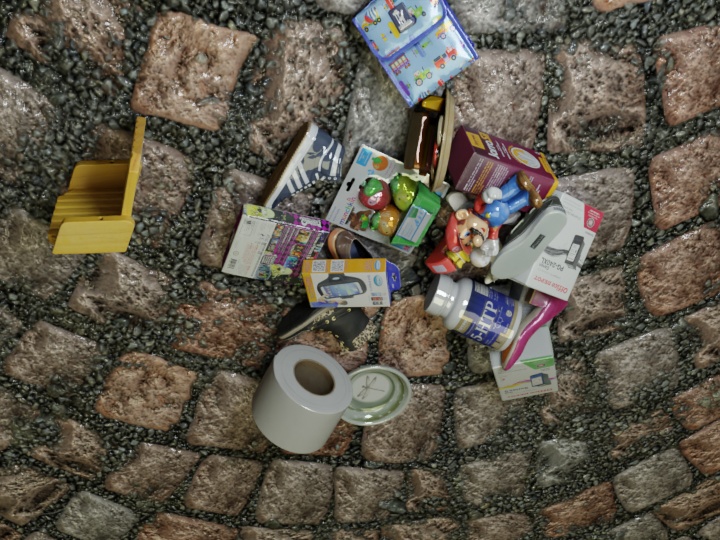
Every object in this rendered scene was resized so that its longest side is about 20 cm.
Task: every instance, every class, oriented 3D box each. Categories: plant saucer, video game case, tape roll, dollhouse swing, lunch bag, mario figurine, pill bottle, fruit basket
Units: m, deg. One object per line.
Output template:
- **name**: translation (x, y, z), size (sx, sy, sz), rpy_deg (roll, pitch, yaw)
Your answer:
- **plant saucer**: translation (0.025, 0.290, 1.991), size (0.195, 0.051, 0.203), rpy_deg (-5, 128, -6)
- **video game case**: translation (-0.175, -0.048, 1.667), size (0.177, 0.036, 0.201), rpy_deg (10, 143, -16)
- **tape roll**: translation (-0.132, 0.289, 1.866), size (0.199, 0.205, 0.140), rpy_deg (18, 124, -22)
- **dollhouse swing**: translation (-0.465, -0.162, 1.457), size (0.177, 0.202, 0.179), rpy_deg (-2, 129, -8)
- **lunch bag**: translation (0.091, -0.420, 1.442), size (0.149, 0.095, 0.201), rpy_deg (-33, 114, 17)
- **mario figurine**: translation (0.250, -0.091, 1.555), size (0.198, 0.106, 0.125), rpy_deg (-35, 95, 15)
- **pill bottle**: translation (0.244, 0.086, 1.814), size (0.196, 0.121, 0.121), rpy_deg (23, 123, -7)
- **fruit basket**: translation (0.053, -0.132, 1.643), size (0.196, 0.095, 0.187), rpy_deg (19, 123, -19)

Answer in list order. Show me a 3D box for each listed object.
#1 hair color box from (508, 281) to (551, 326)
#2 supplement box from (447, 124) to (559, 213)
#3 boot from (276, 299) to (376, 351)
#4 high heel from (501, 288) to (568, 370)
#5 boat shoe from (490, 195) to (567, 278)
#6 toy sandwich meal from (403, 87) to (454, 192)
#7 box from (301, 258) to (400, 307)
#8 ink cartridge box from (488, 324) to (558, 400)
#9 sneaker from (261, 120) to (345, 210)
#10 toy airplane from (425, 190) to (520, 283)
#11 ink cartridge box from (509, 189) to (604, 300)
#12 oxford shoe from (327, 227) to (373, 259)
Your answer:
- **hair color box**: translation (0.396, 0.051, 1.864), size (0.096, 0.061, 0.203), rpy_deg (2, 128, -11)
- **supplement box**: translation (0.275, -0.196, 1.618), size (0.196, 0.111, 0.087), rpy_deg (15, 125, -21)
- **boot**: translation (-0.073, 0.126, 1.835), size (0.198, 0.074, 0.151), rpy_deg (-35, 124, 8)
- **high heel**: translation (0.383, 0.138, 1.821), size (0.094, 0.067, 0.204), rpy_deg (21, 92, -14)
- **boat shoe**: translation (0.330, -0.064, 1.627), size (0.070, 0.064, 0.200), rpy_deg (27, 125, -24)
- **toy sandwich meal**: translation (0.124, -0.241, 1.507), size (0.068, 0.207, 0.209), rpy_deg (7, 127, -1)
- **box**: translation (-0.016, 0.027, 1.699), size (0.195, 0.042, 0.120), rpy_deg (0, 142, 9)
- **ink cartridge box**: translation (0.383, 0.220, 1.934), size (0.142, 0.089, 0.201), rpy_deg (-11, 149, 10)
- **sneaker**: translation (-0.107, -0.179, 1.591), size (0.107, 0.071, 0.201), rpy_deg (25, 117, -24)
- **toy airplane**: translation (0.247, -0.065, 1.696), size (0.195, 0.142, 0.202), rpy_deg (5, 126, -13)
- **ink cartridge box**: translation (0.398, -0.054, 1.706), size (0.143, 0.083, 0.204), rpy_deg (17, 97, -36)
- **oxford shoe**: translation (0.000, 0.000, 1.732), size (0.072, 0.072, 0.201), rpy_deg (-49, 130, -20)
